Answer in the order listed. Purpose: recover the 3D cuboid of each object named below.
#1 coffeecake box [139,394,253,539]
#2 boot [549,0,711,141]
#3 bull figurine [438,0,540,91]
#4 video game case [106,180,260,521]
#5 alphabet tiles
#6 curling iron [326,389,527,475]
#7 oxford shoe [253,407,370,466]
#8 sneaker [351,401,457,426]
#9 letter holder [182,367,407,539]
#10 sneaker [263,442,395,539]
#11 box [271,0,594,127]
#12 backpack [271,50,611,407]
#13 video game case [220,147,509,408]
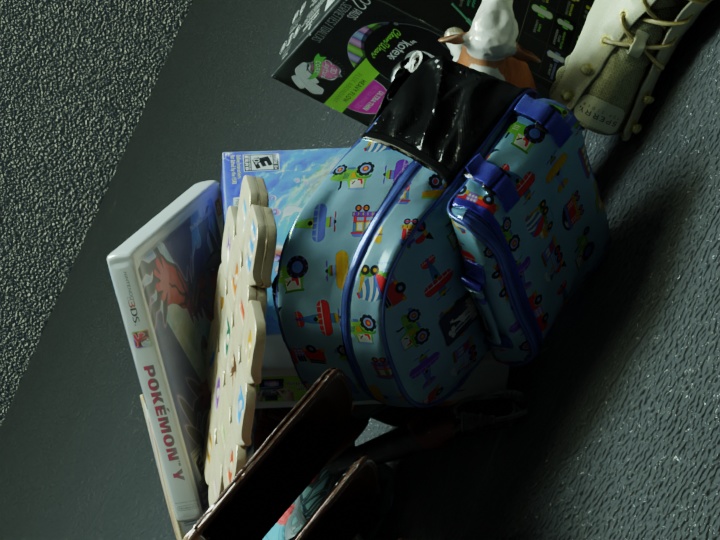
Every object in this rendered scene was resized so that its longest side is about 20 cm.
[{"bbox_3d":[-0.109,0.181,1.804,0.200,0.073,0.154,-129,24,-75],"label":"coffeecake box"},{"bbox_3d":[0.186,-0.157,1.510,0.155,0.072,0.200,-61,9,8],"label":"boot"},{"bbox_3d":[0.095,-0.102,1.568,0.122,0.065,0.201,-90,-13,-66],"label":"bull figurine"},{"bbox_3d":[-0.109,0.049,1.594,0.200,0.023,0.183,-50,-52,-69],"label":"video game case"},{"bbox_3d":[-0.075,0.049,1.456,0.196,0.014,0.201,-109,27,-66],"label":"alphabet tiles"},{"bbox_3d":[0.038,0.107,1.566,0.200,0.049,0.026,-22,74,52],"label":"curling iron"},{"bbox_3d":[-0.032,0.106,1.656,0.075,0.070,0.200,-63,-6,30],"label":"oxford shoe"},{"bbox_3d":[0.044,0.041,1.653,0.200,0.112,0.078,-41,-16,-32],"label":"sneaker"},{"bbox_3d":[-0.017,0.153,1.396,0.142,0.100,0.200,-51,-10,-12],"label":"letter holder"},{"bbox_3d":[-0.010,0.162,1.690,0.095,0.079,0.200,-31,24,20],"label":"sneaker"},{"bbox_3d":[0.065,-0.173,1.704,0.148,0.199,0.125,-41,28,56],"label":"box"},{"bbox_3d":[0.044,-0.006,1.448,0.200,0.134,0.183,-50,-37,-28],"label":"backpack"},{"bbox_3d":[0.000,0.000,1.593,0.046,0.180,0.201,95,171,-49],"label":"video game case"}]
